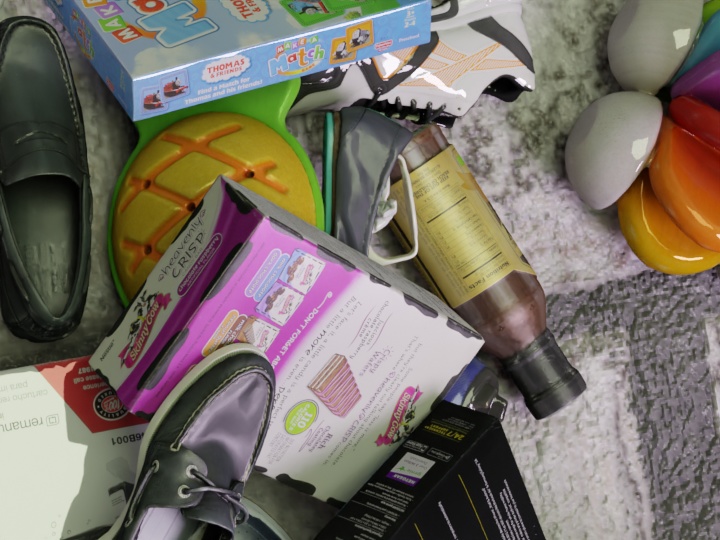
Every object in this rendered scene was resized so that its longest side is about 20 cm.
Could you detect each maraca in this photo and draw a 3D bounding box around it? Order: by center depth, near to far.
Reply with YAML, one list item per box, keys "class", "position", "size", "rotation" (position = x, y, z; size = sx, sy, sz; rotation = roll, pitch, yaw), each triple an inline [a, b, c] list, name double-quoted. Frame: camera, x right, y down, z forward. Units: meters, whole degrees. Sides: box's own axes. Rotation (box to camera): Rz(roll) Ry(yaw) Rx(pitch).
- class: "maraca"
  position: [-0.089, -0.045, 1.500]
  size: [0.136, 0.107, 0.201]
  rotation: [-6, 74, 9]

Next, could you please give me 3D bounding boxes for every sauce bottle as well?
- class: "sauce bottle"
  position: [0.075, 0.003, 1.579]
  size: [0.065, 0.065, 0.201]
  rotation: [-34, 95, -22]

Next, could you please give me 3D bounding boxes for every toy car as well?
- class: "toy car"
  position: [0.245, -0.096, 1.612]
  size: [0.174, 0.150, 0.201]
  rotation: [27, 72, -14]

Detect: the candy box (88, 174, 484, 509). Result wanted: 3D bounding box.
- class: "candy box"
  position: [-0.040, 0.047, 1.436]
  size: [0.200, 0.061, 0.137]
  rotation: [30, 99, -41]

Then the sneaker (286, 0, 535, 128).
- class: "sneaker"
  position: [0.029, -0.125, 1.579]
  size: [0.199, 0.074, 0.080]
  rotation: [-19, 89, -22]

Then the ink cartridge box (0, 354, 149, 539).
- class: "ink cartridge box"
  position: [-0.179, 0.157, 1.443]
  size: [0.144, 0.084, 0.201]
  rotation: [-10, 85, -23]

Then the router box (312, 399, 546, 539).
- class: "router box"
  position: [0.051, 0.202, 1.480]
  size: [0.149, 0.051, 0.201]
  rotation: [-45, 130, -29]

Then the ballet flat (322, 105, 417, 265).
- class: "ballet flat"
  position: [0.000, 0.000, 1.525]
  size: [0.073, 0.073, 0.201]
  rotation: [6, 95, -19]

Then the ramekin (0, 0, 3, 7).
- class: "ramekin"
  position: [-0.295, -0.208, 1.459]
  size: [0.201, 0.094, 0.204]
  rotation: [4, 80, -20]

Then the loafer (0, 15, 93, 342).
- class: "loafer"
  position: [-0.191, -0.058, 1.484]
  size: [0.068, 0.070, 0.202]
  rotation: [-2, 81, -21]

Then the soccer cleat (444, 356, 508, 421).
- class: "soccer cleat"
  position: [0.016, 0.137, 1.543]
  size: [0.083, 0.065, 0.201]
  rotation: [26, 78, 25]

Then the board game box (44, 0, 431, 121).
- class: "board game box"
  position: [-0.079, -0.168, 1.517]
  size: [0.199, 0.037, 0.151]
  rotation: [-18, 44, -22]

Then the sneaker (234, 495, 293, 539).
- class: "sneaker"
  position: [-0.053, 0.230, 1.447]
  size: [0.070, 0.109, 0.201]
  rotation: [-24, 100, 8]

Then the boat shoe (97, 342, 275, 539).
- class: "boat shoe"
  position: [-0.097, 0.137, 1.362]
  size: [0.074, 0.066, 0.200]
  rotation: [36, 88, -39]
